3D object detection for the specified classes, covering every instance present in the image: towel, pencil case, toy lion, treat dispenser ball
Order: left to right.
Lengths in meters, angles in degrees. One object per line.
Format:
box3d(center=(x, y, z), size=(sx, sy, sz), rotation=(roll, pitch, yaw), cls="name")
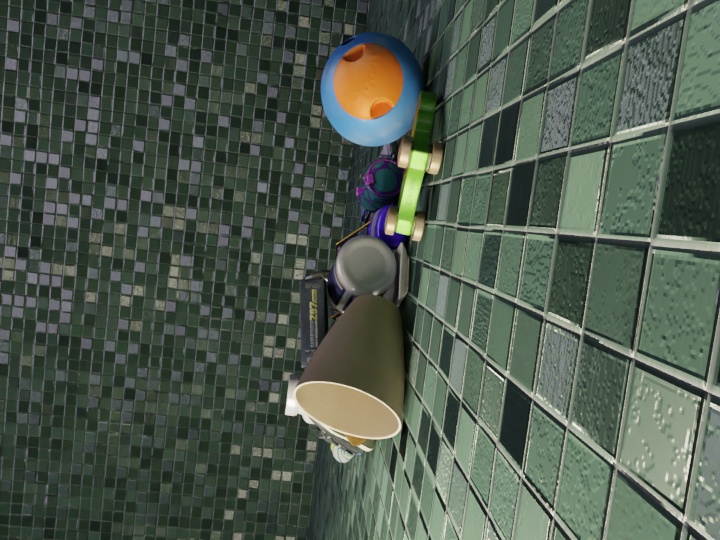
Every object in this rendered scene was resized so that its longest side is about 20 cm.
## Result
box3d(center=(0.022, -0.340, 1.107), size=(0.201, 0.195, 0.207), rotation=(-173, 90, -84), cls="treat dispenser ball")
box3d(center=(0.041, -0.236, 1.479), size=(0.148, 0.023, 0.203), rotation=(-91, 22, -57), cls="towel")
box3d(center=(0.042, -0.184, 1.285), size=(0.200, 0.090, 0.088), rotation=(138, 139, -83), cls="pencil case")
box3d(center=(0.092, -0.182, 0.972), size=(0.194, 0.067, 0.203), rotation=(-80, 0, -52), cls="toy lion")

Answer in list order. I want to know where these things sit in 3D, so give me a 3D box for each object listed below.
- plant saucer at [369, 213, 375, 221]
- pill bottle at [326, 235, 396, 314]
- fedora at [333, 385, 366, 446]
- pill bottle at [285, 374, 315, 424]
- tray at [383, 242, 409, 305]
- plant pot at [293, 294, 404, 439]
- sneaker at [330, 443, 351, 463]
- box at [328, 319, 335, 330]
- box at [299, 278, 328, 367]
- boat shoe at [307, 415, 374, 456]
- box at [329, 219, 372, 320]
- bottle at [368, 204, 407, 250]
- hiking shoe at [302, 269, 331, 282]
box3d(center=(0.038, -0.116, 1.554), size=(0.200, 0.031, 0.206), rotation=(-173, 90, -85), cls="plant saucer")
box3d(center=(-0.006, 0.019, 1.143), size=(0.200, 0.113, 0.119), rotation=(123, 153, -68), cls="pill bottle")
box3d(center=(-0.027, 0.240, 1.146), size=(0.199, 0.080, 0.206), rotation=(14, -106, -62), cls="fedora")
box3d(center=(-0.064, 0.282, 1.286), size=(0.112, 0.195, 0.115), rotation=(-174, 90, -85), cls="pill bottle")
box3d(center=(0.067, 0.032, 1.129), size=(0.201, 0.022, 0.110), rotation=(110, 166, -69), cls="tray")
box3d(center=(0.004, 0.150, 1.001), size=(0.189, 0.183, 0.203), rotation=(105, -176, -55), cls="plant pot")
box3d(center=(-0.032, 0.424, 1.430), size=(0.106, 0.074, 0.204), rotation=(-93, 12, -56), cls="sneaker")
box3d(center=(-0.047, 0.137, 1.560), size=(0.160, 0.045, 0.201), rotation=(-59, 1, 37), cls="box")
box3d(center=(-0.088, 0.107, 1.148), size=(0.200, 0.050, 0.162), rotation=(99, 169, -83), cls="box")
box3d(center=(-0.058, 0.323, 1.201), size=(0.066, 0.198, 0.075), rotation=(-36, 36, 24), cls="boat shoe")
box3d(center=(0.000, 0.000, 1.347), size=(0.158, 0.049, 0.204), rotation=(-27, 48, 41), cls="box")
box3d(center=(0.052, -0.083, 1.189), size=(0.200, 0.064, 0.086), rotation=(-173, 92, -85), cls="bottle")
box3d(center=(-0.054, 0.056, 1.451), size=(0.076, 0.194, 0.103), rotation=(61, -148, -73), cls="hiking shoe")
